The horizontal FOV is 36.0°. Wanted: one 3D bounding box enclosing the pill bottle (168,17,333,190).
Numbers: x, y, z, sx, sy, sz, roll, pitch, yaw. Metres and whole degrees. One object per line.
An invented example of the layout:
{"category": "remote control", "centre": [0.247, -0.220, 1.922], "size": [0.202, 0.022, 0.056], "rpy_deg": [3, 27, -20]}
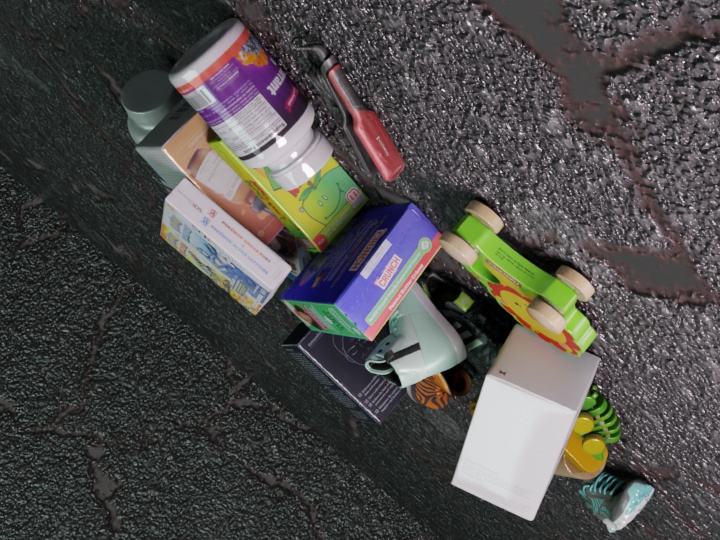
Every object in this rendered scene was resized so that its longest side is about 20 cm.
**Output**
{"category": "pill bottle", "centre": [-0.126, -0.196, 1.342], "size": [0.200, 0.111, 0.111], "rpy_deg": [48, 163, -22]}

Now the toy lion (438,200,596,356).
{"category": "toy lion", "centre": [0.188, 0.022, 1.290], "size": [0.200, 0.069, 0.192], "rpy_deg": [38, 171, 13]}

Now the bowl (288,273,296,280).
{"category": "bowl", "centre": [-0.032, 0.017, 1.681], "size": [0.201, 0.039, 0.201], "rpy_deg": [24, -177, -1]}

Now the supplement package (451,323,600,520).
{"category": "supplement package", "centre": [0.205, 0.190, 1.388], "size": [0.117, 0.117, 0.200], "rpy_deg": [23, 130, 15]}

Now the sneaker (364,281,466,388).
{"category": "sneaker", "centre": [0.041, 0.076, 1.500], "size": [0.200, 0.118, 0.074], "rpy_deg": [48, 158, 45]}

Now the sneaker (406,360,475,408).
{"category": "sneaker", "centre": [0.133, 0.185, 1.801], "size": [0.112, 0.078, 0.200], "rpy_deg": [31, 161, 35]}

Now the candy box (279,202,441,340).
{"category": "candy box", "centre": [0.000, 0.000, 1.456], "size": [0.077, 0.169, 0.200], "rpy_deg": [43, 165, -17]}

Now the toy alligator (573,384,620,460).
{"category": "toy alligator", "centre": [0.297, 0.175, 1.447], "size": [0.054, 0.059, 0.200], "rpy_deg": [-19, 121, 20]}

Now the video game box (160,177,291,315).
{"category": "video game box", "centre": [-0.188, -0.027, 1.499], "size": [0.182, 0.047, 0.200], "rpy_deg": [42, 163, 0]}

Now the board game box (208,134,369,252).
{"category": "board game box", "centre": [-0.092, -0.129, 1.453], "size": [0.200, 0.102, 0.048], "rpy_deg": [48, 164, -21]}

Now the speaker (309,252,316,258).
{"category": "speaker", "centre": [-0.102, -0.078, 1.646], "size": [0.200, 0.088, 0.088], "rpy_deg": [27, 158, 43]}

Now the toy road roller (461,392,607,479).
{"category": "toy road roller", "centre": [0.239, 0.250, 1.595], "size": [0.200, 0.146, 0.123], "rpy_deg": [44, 164, -7]}

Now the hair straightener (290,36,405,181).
{"category": "hair straightener", "centre": [-0.026, -0.185, 1.260], "size": [0.077, 0.041, 0.200], "rpy_deg": [18, 152, 54]}

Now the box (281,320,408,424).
{"category": "box", "centre": [-0.006, 0.139, 1.877], "size": [0.200, 0.148, 0.107], "rpy_deg": [45, 163, -11]}

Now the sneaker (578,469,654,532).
{"category": "sneaker", "centre": [0.371, 0.334, 1.651], "size": [0.091, 0.078, 0.200], "rpy_deg": [42, 163, 14]}

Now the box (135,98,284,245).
{"category": "box", "centre": [-0.174, -0.147, 1.508], "size": [0.200, 0.152, 0.106], "rpy_deg": [48, 161, -26]}

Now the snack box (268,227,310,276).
{"category": "snack box", "centre": [-0.143, -0.053, 1.622], "size": [0.200, 0.024, 0.072], "rpy_deg": [25, 135, 44]}

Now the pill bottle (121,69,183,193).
{"category": "pill bottle", "centre": [-0.279, -0.205, 1.655], "size": [0.111, 0.111, 0.200], "rpy_deg": [33, 162, 29]}

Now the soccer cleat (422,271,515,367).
{"category": "soccer cleat", "centre": [0.155, 0.070, 1.470], "size": [0.200, 0.068, 0.081], "rpy_deg": [33, 161, 37]}
